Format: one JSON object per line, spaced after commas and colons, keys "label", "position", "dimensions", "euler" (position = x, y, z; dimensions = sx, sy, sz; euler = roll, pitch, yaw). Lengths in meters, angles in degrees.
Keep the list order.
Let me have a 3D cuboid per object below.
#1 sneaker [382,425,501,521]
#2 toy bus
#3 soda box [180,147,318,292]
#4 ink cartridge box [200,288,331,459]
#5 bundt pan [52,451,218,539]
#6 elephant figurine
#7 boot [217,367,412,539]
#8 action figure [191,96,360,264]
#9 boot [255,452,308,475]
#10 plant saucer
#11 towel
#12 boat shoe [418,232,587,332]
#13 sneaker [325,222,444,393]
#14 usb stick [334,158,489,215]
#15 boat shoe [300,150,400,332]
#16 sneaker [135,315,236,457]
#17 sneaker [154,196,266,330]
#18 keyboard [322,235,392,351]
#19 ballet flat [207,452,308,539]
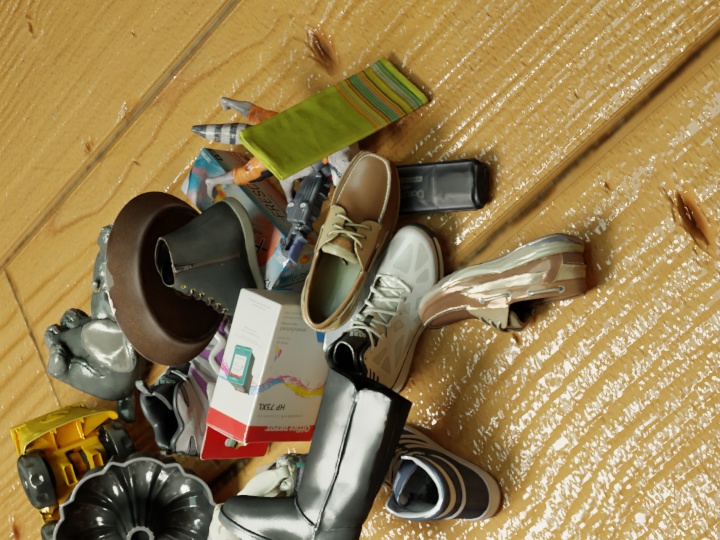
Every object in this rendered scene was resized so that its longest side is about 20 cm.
{"label": "sneaker", "position": [0.039, 0.207, 1.537], "dimensions": [0.200, 0.108, 0.070], "euler": [19, 97, 39]}
{"label": "toy bus", "position": [-0.363, 0.267, 1.853], "dimensions": [0.192, 0.135, 0.201], "euler": [11, 118, 60]}
{"label": "soda box", "position": [-0.123, -0.059, 1.724], "dimensions": [0.200, 0.068, 0.064], "euler": [46, 116, 32]}
{"label": "ink cartridge box", "position": [-0.099, 0.126, 1.656], "dimensions": [0.067, 0.116, 0.201], "euler": [21, 99, 38]}
{"label": "bundt pan", "position": [-0.260, 0.303, 1.742], "dimensions": [0.076, 0.201, 0.203], "euler": [-130, 57, -74]}
{"label": "elephant figurine", "position": [-0.294, 0.066, 1.808], "dimensions": [0.200, 0.155, 0.142], "euler": [-40, 40, 39]}
{"label": "boot", "position": [-0.049, 0.193, 1.511], "dimensions": [0.164, 0.066, 0.201], "euler": [20, 103, 21]}
{"label": "action figure", "position": [-0.088, -0.116, 1.637], "dimensions": [0.193, 0.105, 0.201], "euler": [2, 65, 26]}
{"label": "boot", "position": [-0.100, 0.296, 1.680], "dimensions": [0.200, 0.070, 0.147], "euler": [-26, 63, 34]}
{"label": "plant saucer", "position": [-0.209, 0.007, 1.676], "dimensions": [0.034, 0.200, 0.201], "euler": [-7, 81, 32]}
{"label": "towel", "position": [-0.028, -0.165, 1.595], "dimensions": [0.086, 0.200, 0.018], "euler": [43, 151, 33]}
{"label": "boat shoe", "position": [0.142, 0.027, 1.495], "dimensions": [0.200, 0.076, 0.072], "euler": [-26, 72, 37]}
{"label": "sneaker", "position": [0.026, 0.050, 1.551], "dimensions": [0.075, 0.115, 0.201], "euler": [20, 102, 20]}
{"label": "usb stick", "position": [0.054, -0.088, 1.606], "dimensions": [0.199, 0.033, 0.056], "euler": [-2, 91, 40]}
{"label": "boat shoe", "position": [-0.010, -0.026, 1.563], "dimensions": [0.075, 0.074, 0.201], "euler": [18, 97, 4]}
{"label": "sneaker", "position": [-0.211, 0.121, 1.733], "dimensions": [0.078, 0.140, 0.201], "euler": [-15, 77, 38]}
{"label": "sneaker", "position": [-0.168, 0.022, 1.658], "dimensions": [0.075, 0.106, 0.201], "euler": [32, 141, 48]}
{"label": "keyboard", "position": [0.000, 0.000, 1.621], "dimensions": [0.056, 0.011, 0.201], "euler": [14, 105, 16]}
{"label": "ballet flat", "position": [-0.121, 0.261, 1.616], "dimensions": [0.200, 0.072, 0.072], "euler": [-42, 61, 26]}
